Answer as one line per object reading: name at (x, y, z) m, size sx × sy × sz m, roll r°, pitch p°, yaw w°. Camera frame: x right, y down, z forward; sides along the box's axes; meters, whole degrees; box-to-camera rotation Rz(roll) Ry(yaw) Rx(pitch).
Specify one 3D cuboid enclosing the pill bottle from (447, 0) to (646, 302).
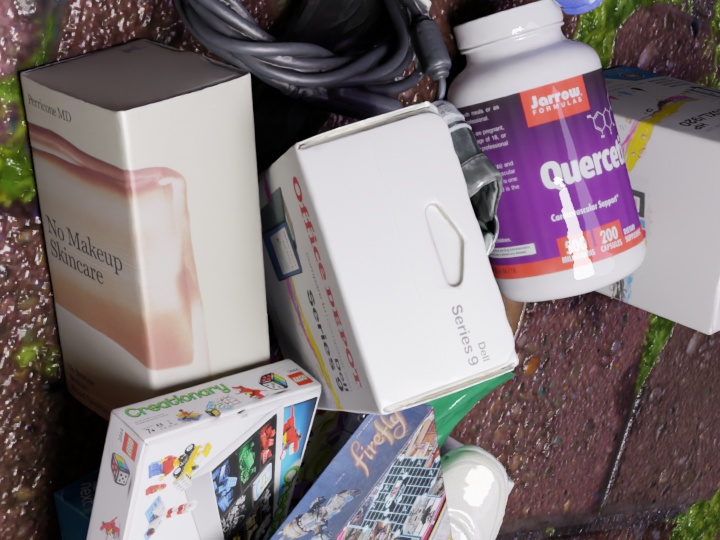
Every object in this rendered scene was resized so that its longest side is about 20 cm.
pill bottle at (0.129, -0.086, 0.904) m, size 0.112 × 0.112 × 0.202 m, roll -23°, pitch 100°, yaw -39°

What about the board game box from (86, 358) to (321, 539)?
board game box at (-0.098, 0.154, 0.723) m, size 0.126 × 0.035 × 0.201 m, roll -13°, pitch 128°, yaw -45°

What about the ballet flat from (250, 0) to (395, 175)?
ballet flat at (-0.023, -0.140, 0.804) m, size 0.066 × 0.057 × 0.200 m, roll 42°, pitch 69°, yaw -7°

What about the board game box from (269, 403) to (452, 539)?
board game box at (-0.015, 0.186, 0.734) m, size 0.200 × 0.034 × 0.136 m, roll -48°, pitch 143°, yaw -37°

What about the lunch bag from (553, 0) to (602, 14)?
lunch bag at (0.121, -0.290, 0.818) m, size 0.170 × 0.123 × 0.202 m, roll 25°, pitch 74°, yaw -48°

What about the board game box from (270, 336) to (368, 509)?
board game box at (-0.033, 0.110, 0.882) m, size 0.120 × 0.032 × 0.201 m, roll 22°, pitch 98°, yaw -45°

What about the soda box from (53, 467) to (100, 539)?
soda box at (-0.139, 0.222, 0.817) m, size 0.064 × 0.068 × 0.202 m, roll -26°, pitch 125°, yaw -39°

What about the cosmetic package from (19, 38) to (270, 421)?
cosmetic package at (-0.117, -0.015, 0.709) m, size 0.087 × 0.103 × 0.202 m, roll -24°, pitch 122°, yaw -38°

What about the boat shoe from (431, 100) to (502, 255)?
boat shoe at (0.051, -0.028, 0.809) m, size 0.072 × 0.071 × 0.200 m, roll -32°, pitch 160°, yaw -9°

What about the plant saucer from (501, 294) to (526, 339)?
plant saucer at (0.057, 0.030, 0.969) m, size 0.199 × 0.032 × 0.202 m, roll -22°, pitch 123°, yaw -39°

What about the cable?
cable at (-0.030, -0.170, 0.720) m, size 0.199 × 0.051 × 0.165 m, roll 9°, pitch 69°, yaw -38°

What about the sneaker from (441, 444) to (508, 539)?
sneaker at (0.038, 0.212, 0.859) m, size 0.201 × 0.075 × 0.081 m, roll -57°, pitch -178°, yaw -1°

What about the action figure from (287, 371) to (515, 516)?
action figure at (0.015, 0.120, 0.858) m, size 0.200 × 0.055 × 0.118 m, roll -43°, pitch 156°, yaw 3°

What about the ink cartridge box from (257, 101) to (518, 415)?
ink cartridge box at (0.000, 0.000, 0.727) m, size 0.087 × 0.200 × 0.146 m, roll -19°, pitch 91°, yaw -17°

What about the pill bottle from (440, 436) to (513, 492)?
pill bottle at (0.029, 0.223, 0.952) m, size 0.109 × 0.108 × 0.201 m, roll 32°, pitch 89°, yaw -49°

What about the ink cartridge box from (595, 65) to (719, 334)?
ink cartridge box at (0.240, -0.063, 0.994) m, size 0.147 × 0.199 × 0.146 m, roll -18°, pitch 120°, yaw -41°
